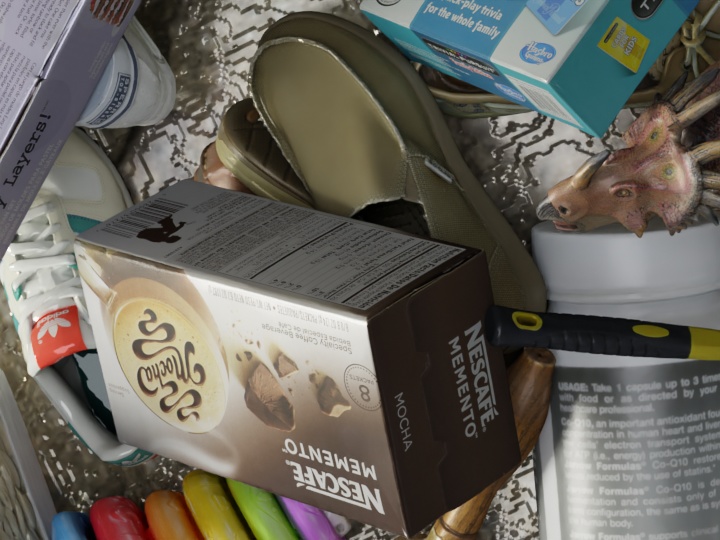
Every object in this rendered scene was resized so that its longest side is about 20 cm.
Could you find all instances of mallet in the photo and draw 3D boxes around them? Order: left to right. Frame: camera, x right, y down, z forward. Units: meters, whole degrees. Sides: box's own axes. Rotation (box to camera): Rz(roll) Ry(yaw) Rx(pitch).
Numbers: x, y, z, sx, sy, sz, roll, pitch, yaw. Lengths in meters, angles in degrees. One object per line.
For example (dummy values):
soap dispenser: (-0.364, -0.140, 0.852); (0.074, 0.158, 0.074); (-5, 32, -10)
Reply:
mallet: (0.154, 0.041, 1.211); (0.199, 0.041, 0.066); (-1, 58, -19)

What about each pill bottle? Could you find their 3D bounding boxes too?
pill bottle: (0.139, 0.075, 1.317); (0.113, 0.114, 0.201); (-3, 98, 9)

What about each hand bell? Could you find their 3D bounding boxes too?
hand bell: (0.048, 0.119, 1.314); (0.104, 0.104, 0.200); (25, 119, 5)

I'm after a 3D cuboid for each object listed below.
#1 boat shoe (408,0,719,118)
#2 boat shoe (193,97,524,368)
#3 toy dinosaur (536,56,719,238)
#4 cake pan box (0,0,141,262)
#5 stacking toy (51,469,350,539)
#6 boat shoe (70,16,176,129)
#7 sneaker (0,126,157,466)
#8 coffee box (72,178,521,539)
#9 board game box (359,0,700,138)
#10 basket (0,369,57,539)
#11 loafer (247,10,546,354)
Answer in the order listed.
boat shoe: (0.122, -0.108, 1.319); (0.199, 0.063, 0.074); (-13, 95, 10)
boat shoe: (-0.001, 0.000, 1.356); (0.200, 0.072, 0.068); (41, 127, 4)
toy dinosaur: (0.176, -0.077, 1.222); (0.086, 0.136, 0.200); (27, 81, 30)
cake pan box: (-0.215, -0.107, 1.296); (0.184, 0.052, 0.200); (33, 100, 28)
stacking toy: (-0.048, 0.129, 1.370); (0.200, 0.110, 0.116); (-31, 82, 0)
boat shoe: (-0.156, -0.140, 1.355); (0.202, 0.086, 0.075); (44, 109, 30)
sneaker: (-0.144, 0.008, 1.361); (0.070, 0.093, 0.200); (-23, 94, 11)
coffee box: (-0.031, 0.037, 1.258); (0.200, 0.080, 0.113); (15, 124, 42)
board game box: (0.110, -0.170, 1.244); (0.047, 0.151, 0.200); (41, 82, -38)
basket: (-0.223, 0.167, 1.354); (0.135, 0.123, 0.201); (-11, 116, 10)
loafer: (0.010, -0.041, 1.288); (0.200, 0.067, 0.076); (50, 128, 15)
